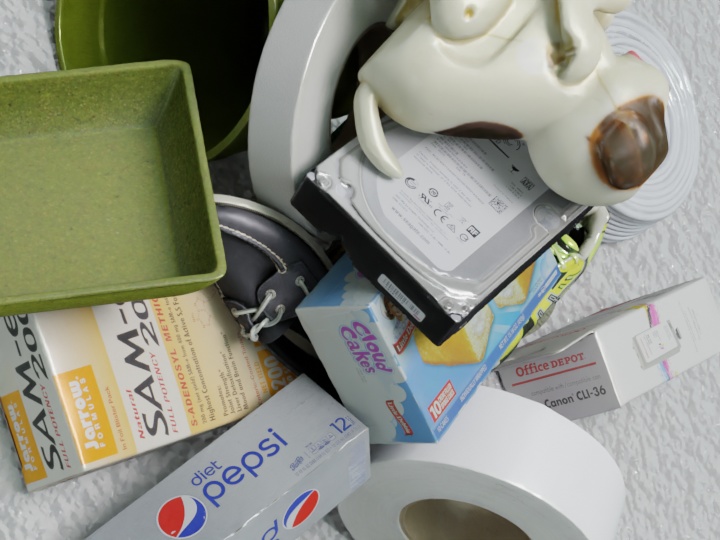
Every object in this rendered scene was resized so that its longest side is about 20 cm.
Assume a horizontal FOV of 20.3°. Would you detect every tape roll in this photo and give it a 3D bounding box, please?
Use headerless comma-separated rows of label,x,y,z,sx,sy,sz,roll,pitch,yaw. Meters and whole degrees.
tape roll,-0.011,-0.120,1.373,0.203,0.037,0.203,-44,142,-48
tape roll,0.087,0.166,1.449,0.202,0.202,0.071,40,52,-25

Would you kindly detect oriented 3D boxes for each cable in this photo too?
cable,0.218,-0.129,1.758,0.200,0.069,0.201,-33,98,-43

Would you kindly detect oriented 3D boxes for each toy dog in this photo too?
toy dog,0.112,-0.122,1.303,0.200,0.140,0.194,31,70,-5

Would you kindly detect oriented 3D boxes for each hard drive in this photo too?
hard drive,0.066,-0.054,1.344,0.140,0.038,0.200,45,48,8

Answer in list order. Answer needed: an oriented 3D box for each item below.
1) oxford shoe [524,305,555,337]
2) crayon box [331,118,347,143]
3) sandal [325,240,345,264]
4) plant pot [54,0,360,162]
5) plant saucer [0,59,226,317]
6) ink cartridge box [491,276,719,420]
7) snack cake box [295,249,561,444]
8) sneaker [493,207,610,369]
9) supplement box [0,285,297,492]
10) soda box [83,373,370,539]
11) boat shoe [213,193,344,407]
oxford shoe,0.067,0.037,1.578,0.200,0.075,0.058,-18,48,-36
crayon box,0.059,-0.071,1.558,0.119,0.058,0.200,54,33,9
sandal,0.000,0.000,1.528,0.200,0.055,0.082,-32,98,-43
plant pot,-0.079,-0.174,1.440,0.193,0.200,0.201,-7,80,-53
plant saucer,-0.196,-0.043,1.290,0.199,0.048,0.200,-6,49,-8
ink cartridge box,0.193,0.074,1.634,0.200,0.116,0.068,-21,90,-43
snack cake box,0.051,0.014,1.389,0.200,0.067,0.115,-50,124,-41
sneaker,0.122,0.002,1.533,0.075,0.076,0.200,42,46,-1
supplement box,-0.147,0.059,1.362,0.200,0.073,0.126,-17,86,-44
soda box,-0.087,0.159,1.333,0.200,0.064,0.068,-37,58,-24
boat shoe,-0.052,0.023,1.360,0.200,0.072,0.063,43,42,-35
